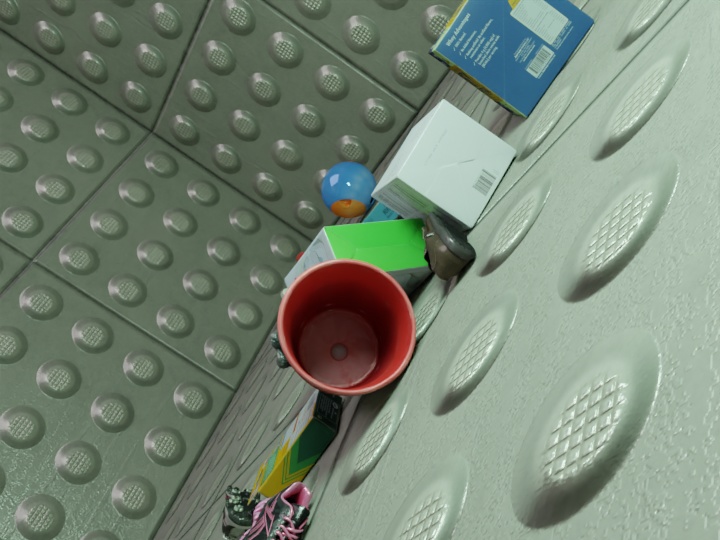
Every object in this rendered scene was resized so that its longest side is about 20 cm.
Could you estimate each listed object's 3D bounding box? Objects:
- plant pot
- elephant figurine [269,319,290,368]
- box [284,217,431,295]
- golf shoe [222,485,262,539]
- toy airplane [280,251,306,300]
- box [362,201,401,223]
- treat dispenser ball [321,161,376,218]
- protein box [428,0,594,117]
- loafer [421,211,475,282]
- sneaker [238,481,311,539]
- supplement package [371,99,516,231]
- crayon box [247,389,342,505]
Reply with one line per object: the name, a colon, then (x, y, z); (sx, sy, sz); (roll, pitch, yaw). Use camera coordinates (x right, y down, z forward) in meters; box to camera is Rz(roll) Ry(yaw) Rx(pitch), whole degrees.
plant pot: (-0.027, 0.103, 1.276); (0.201, 0.199, 0.177); (-59, -4, -18)
elephant figurine: (-0.081, 0.151, 1.639); (0.199, 0.154, 0.143); (7, 106, 57)
box: (0.000, 0.000, 1.424); (0.199, 0.097, 0.177); (-7, -26, -34)
golf shoe: (-0.208, 0.441, 1.502); (0.200, 0.076, 0.089); (148, 135, -79)
toy airplane: (-0.038, 0.034, 1.566); (0.200, 0.198, 0.142); (-71, 4, -64)
box: (0.081, -0.139, 1.716); (0.082, 0.049, 0.200); (-37, -5, -33)
treat dispenser ball: (-0.041, -0.288, 3.034); (0.202, 0.200, 0.201); (-55, 7, 10)
protein box: (0.259, -0.410, 1.496); (0.199, 0.199, 0.135); (-55, 7, 10)
loafer: (0.119, -0.036, 1.293); (0.071, 0.073, 0.200); (-54, 7, 10)
sneaker: (-0.111, 0.359, 1.159); (0.095, 0.079, 0.200); (-42, 13, 19)
supplement package: (0.135, -0.162, 1.437); (0.152, 0.150, 0.200); (-58, 7, -9)
crayon box: (-0.107, 0.303, 1.430); (0.201, 0.051, 0.126); (-54, 7, 16)
